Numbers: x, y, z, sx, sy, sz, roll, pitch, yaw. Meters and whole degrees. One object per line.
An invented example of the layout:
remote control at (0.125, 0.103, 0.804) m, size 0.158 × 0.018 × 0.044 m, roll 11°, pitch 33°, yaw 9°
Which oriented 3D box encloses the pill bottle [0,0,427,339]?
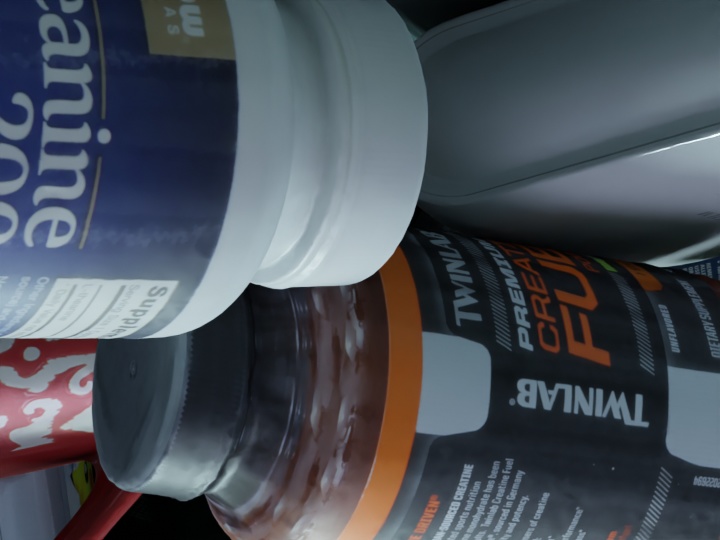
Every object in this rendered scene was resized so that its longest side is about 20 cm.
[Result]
pill bottle at (-0.086, -0.038, 0.650) m, size 0.199 × 0.112 × 0.111 m, roll 1°, pitch 166°, yaw -33°

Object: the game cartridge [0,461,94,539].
game cartridge at (-0.121, 0.076, 0.974) m, size 0.040 × 0.134 × 0.200 m, roll -8°, pitch -157°, yaw 3°

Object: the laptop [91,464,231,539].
laptop at (0.006, 0.091, 0.983) m, size 0.186 × 0.201 × 0.116 m, roll 13°, pitch -146°, yaw 27°

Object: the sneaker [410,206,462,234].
sneaker at (0.000, 0.000, 1.015) m, size 0.084 × 0.077 × 0.200 m, roll 36°, pitch 152°, yaw -24°

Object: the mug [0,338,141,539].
mug at (-0.137, 0.032, 0.839) m, size 0.199 × 0.179 × 0.133 m, roll -8°, pitch -163°, yaw -14°

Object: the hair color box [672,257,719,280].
hair color box at (0.149, 0.029, 1.040) m, size 0.199 × 0.061 × 0.100 m, roll -13°, pitch 166°, yaw 27°

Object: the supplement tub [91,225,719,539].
supplement tub at (0.022, 0.041, 0.777) m, size 0.199 × 0.108 × 0.107 m, roll 8°, pitch 162°, yaw -27°

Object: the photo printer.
photo printer at (0.116, -0.052, 0.795) m, size 0.199 × 0.070 × 0.166 m, roll -15°, pitch 165°, yaw 34°
